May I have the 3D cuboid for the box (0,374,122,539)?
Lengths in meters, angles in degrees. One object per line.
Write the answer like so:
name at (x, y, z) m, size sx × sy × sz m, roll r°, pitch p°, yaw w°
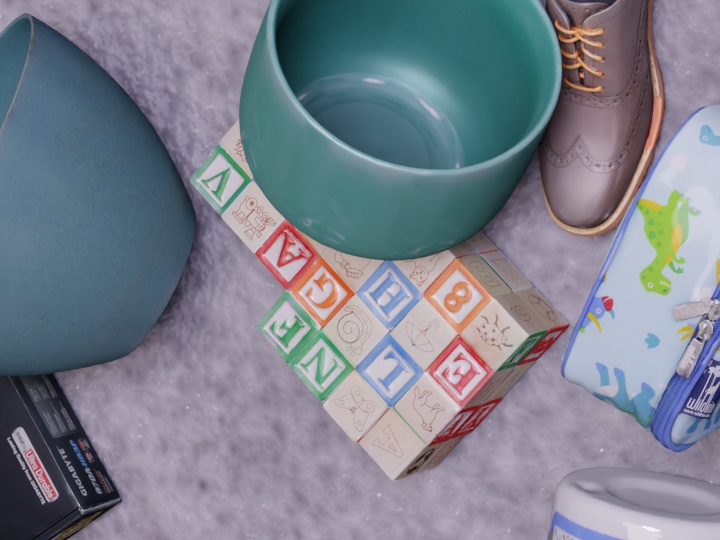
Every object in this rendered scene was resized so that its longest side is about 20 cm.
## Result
box at (-0.253, 0.092, 1.663) m, size 0.159 × 0.046 × 0.200 m, roll -34°, pitch 80°, yaw 25°

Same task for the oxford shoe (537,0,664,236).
oxford shoe at (0.115, -0.115, 1.446) m, size 0.071 × 0.073 × 0.200 m, roll 8°, pitch 99°, yaw 24°

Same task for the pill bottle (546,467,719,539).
pill bottle at (0.140, 0.211, 1.443) m, size 0.114 × 0.114 × 0.200 m, roll 13°, pitch 101°, yaw 25°

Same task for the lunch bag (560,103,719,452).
lunch bag at (0.182, -0.006, 1.352) m, size 0.082 × 0.200 × 0.161 m, roll 31°, pitch 107°, yaw 20°

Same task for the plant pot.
plant pot at (-0.170, -0.022, 1.550) m, size 0.135 × 0.200 × 0.200 m, roll 27°, pitch 110°, yaw -18°

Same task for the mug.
mug at (0.027, -0.088, 1.438) m, size 0.152 × 0.185 × 0.114 m, roll 54°, pitch 151°, yaw 19°

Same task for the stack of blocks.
stack of blocks at (0.000, 0.000, 1.522) m, size 0.200 × 0.059 × 0.115 m, roll 48°, pitch 113°, yaw 14°
